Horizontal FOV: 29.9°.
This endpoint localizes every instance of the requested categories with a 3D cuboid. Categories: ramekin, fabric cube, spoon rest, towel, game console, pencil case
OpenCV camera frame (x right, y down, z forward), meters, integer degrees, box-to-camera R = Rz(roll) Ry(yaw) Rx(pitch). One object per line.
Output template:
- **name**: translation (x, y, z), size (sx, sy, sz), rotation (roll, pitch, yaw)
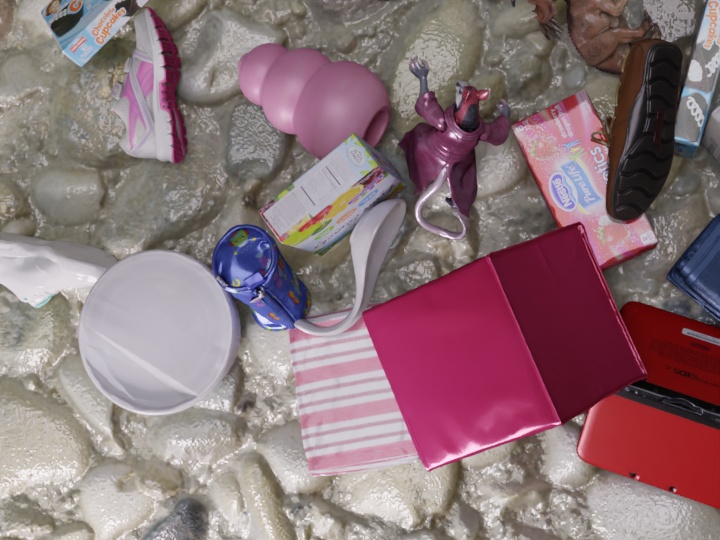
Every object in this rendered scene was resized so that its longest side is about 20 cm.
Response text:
- **ramekin**: translation (-0.241, 0.077, 1.671), size (0.201, 0.094, 0.204), rotation (0, 87, 10)
- **fabric cube**: translation (0.161, 0.083, 1.504), size (0.199, 0.200, 0.197), rotation (-28, 82, 41)
- **spoon rest**: translation (0.000, 0.000, 1.629), size (0.061, 0.099, 0.200), rotation (35, 98, 13)
- **towel**: translation (0.462, 0.031, 1.554), size (0.200, 0.049, 0.112), rotation (40, 70, 10)
- **game console**: translation (0.377, 0.157, 1.590), size (0.199, 0.119, 0.173), rotation (18, 60, 10)
- **towel**: translation (-0.007, 0.146, 1.660), size (0.146, 0.030, 0.201), rotation (-10, 83, 10)
- **pencil case**: translation (-0.114, 0.015, 1.594), size (0.078, 0.200, 0.087), rotation (-24, 69, 3)

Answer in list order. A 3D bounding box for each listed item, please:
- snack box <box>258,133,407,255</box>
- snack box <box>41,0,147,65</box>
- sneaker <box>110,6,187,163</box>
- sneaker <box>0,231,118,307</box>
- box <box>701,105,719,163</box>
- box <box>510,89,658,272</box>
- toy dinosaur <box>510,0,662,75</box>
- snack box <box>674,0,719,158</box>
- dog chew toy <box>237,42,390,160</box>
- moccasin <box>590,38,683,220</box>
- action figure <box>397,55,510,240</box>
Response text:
- **snack box**: translation (-0.027, -0.085, 1.583), size (0.142, 0.200, 0.053), rotation (-37, 81, 7)
- **snack box**: translation (-0.309, -0.361, 1.697), size (0.200, 0.037, 0.116), rotation (-44, 43, 6)
- **sneaker**: translation (-0.276, -0.232, 1.698), size (0.088, 0.081, 0.201), rotation (-5, 86, 9)
- **sneaker**: translation (-0.398, 0.008, 1.725), size (0.199, 0.075, 0.089), rotation (11, 102, 17)
- **box**: translation (0.498, -0.170, 1.488), size (0.200, 0.199, 0.131), rotation (-38, 81, 7)
- **box**: translation (0.264, -0.098, 1.582), size (0.099, 0.095, 0.201), rotation (-25, 83, 9)
- **toy dinosaur**: translation (0.274, -0.291, 1.600), size (0.135, 0.086, 0.201), rotation (-28, 99, 19)
- **snack box**: translation (0.396, -0.235, 1.553), size (0.037, 0.116, 0.201), rotation (16, 90, 11)
- **dog chew toy**: translation (-0.064, -0.213, 1.641), size (0.199, 0.124, 0.125), rotation (28, 93, 18)
- **moccasin**: translation (0.305, -0.157, 1.500), size (0.073, 0.078, 0.203), rotation (0, 99, -19)
- **action figure**: translation (0.099, -0.150, 1.562), size (0.133, 0.200, 0.150), rotation (17, 66, -3)
